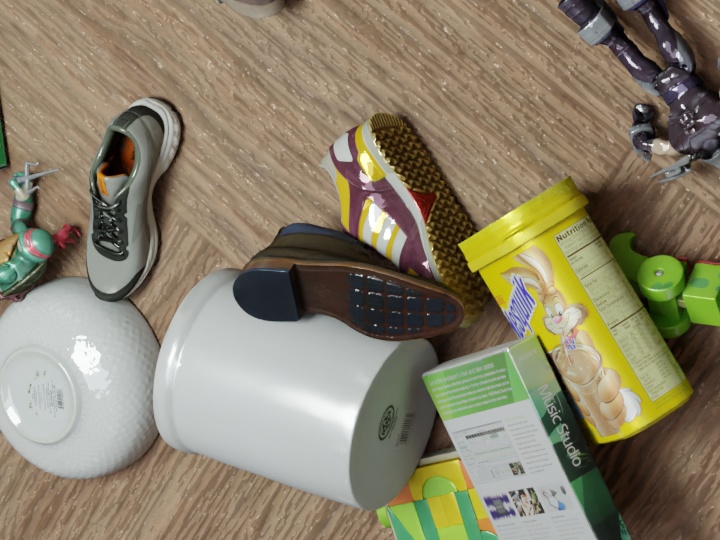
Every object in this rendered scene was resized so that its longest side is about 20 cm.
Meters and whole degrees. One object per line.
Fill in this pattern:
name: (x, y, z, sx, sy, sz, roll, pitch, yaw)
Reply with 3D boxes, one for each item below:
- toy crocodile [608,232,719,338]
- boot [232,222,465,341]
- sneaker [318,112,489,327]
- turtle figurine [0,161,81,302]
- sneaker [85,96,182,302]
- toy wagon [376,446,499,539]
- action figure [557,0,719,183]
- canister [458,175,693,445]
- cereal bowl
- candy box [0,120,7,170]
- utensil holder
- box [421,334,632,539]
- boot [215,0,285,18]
toy crocodile: (0.286, 0.020, 1.561, 0.199, 0.062, 0.068, 13, 147, 28)
boot: (0.000, 0.000, 1.644, 0.199, 0.097, 0.075, 8, 127, 15)
sneaker: (0.038, -0.033, 1.684, 0.090, 0.075, 0.201, -33, 79, 40)
turtle figurine: (-0.355, -0.014, 1.875, 0.200, 0.150, 0.101, -31, 103, 39)
sneaker: (-0.228, -0.063, 1.815, 0.074, 0.079, 0.201, 22, 113, 21)
toy wagon: (0.101, 0.256, 1.730, 0.155, 0.040, 0.201, -16, 94, 31)
action figure: (0.247, -0.156, 1.537, 0.130, 0.069, 0.200, -36, 87, 24)
canister: (0.175, 0.037, 1.579, 0.201, 0.086, 0.149, 59, 166, 1)
cereal bowl: (-0.290, 0.111, 1.890, 0.199, 0.083, 0.201, 7, 104, 28)
candy box: (-0.443, -0.188, 1.906, 0.168, 0.077, 0.201, -2, 102, 30)
utensil holder: (-0.054, 0.105, 1.699, 0.199, 0.170, 0.171, 17, 110, 28)
box: (0.138, 0.158, 1.610, 0.144, 0.036, 0.201, -22, 95, 60)
boot: (-0.102, -0.281, 1.653, 0.200, 0.070, 0.147, 33, 153, 54)
